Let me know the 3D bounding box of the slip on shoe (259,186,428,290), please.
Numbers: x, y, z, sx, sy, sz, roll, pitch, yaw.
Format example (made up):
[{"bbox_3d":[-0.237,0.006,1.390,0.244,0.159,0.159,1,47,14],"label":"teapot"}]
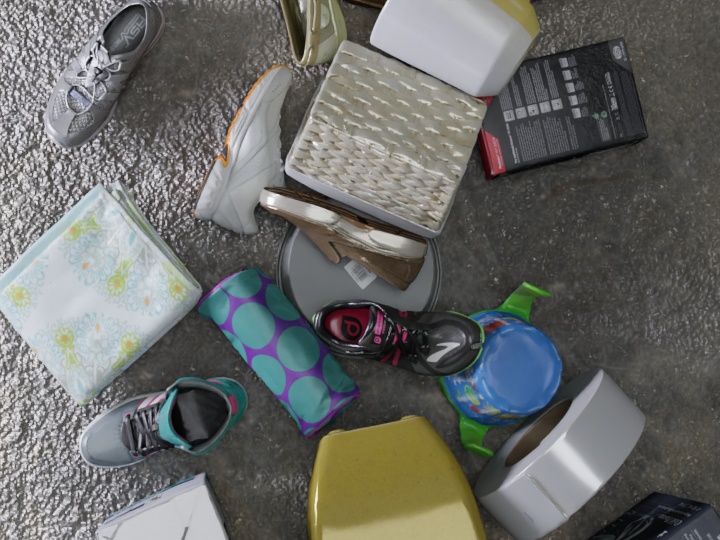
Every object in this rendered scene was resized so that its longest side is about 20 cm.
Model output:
[{"bbox_3d":[-0.024,-0.037,1.406,0.197,0.076,0.061,19,101,-8],"label":"slip on shoe"}]

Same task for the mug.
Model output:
[{"bbox_3d":[0.121,-0.283,1.359,0.152,0.150,0.188,35,119,3],"label":"mug"}]

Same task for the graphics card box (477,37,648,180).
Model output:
[{"bbox_3d":[0.230,-0.191,1.485,0.197,0.051,0.128,-15,87,-5],"label":"graphics card box"}]

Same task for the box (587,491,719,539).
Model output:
[{"bbox_3d":[0.308,0.353,1.376,0.195,0.200,0.125,-35,88,-7],"label":"box"}]

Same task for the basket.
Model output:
[{"bbox_3d":[0.032,-0.150,1.408,0.197,0.124,0.137,24,61,-3],"label":"basket"}]

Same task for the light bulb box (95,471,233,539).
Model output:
[{"bbox_3d":[-0.183,0.333,1.331,0.123,0.200,0.201,-22,88,-8],"label":"light bulb box"}]

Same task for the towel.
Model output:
[{"bbox_3d":[-0.294,0.024,1.402,0.200,0.048,0.172,-41,85,6],"label":"towel"}]

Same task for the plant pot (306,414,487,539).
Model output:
[{"bbox_3d":[0.028,0.269,1.368,0.192,0.194,0.203,-11,81,-6],"label":"plant pot"}]

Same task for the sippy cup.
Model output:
[{"bbox_3d":[0.164,0.111,1.412,0.137,0.130,0.181,-13,89,-9],"label":"sippy cup"}]

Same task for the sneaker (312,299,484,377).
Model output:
[{"bbox_3d":[0.037,0.074,1.366,0.197,0.084,0.078,5,88,18],"label":"sneaker"}]

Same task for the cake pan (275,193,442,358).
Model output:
[{"bbox_3d":[0.000,0.000,1.456,0.197,0.037,0.204,0,86,-5],"label":"cake pan"}]

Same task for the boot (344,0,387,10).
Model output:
[{"bbox_3d":[0.062,-0.334,1.469,0.196,0.075,0.075,9,81,-7],"label":"boot"}]

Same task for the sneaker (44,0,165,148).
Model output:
[{"bbox_3d":[-0.297,-0.233,1.422,0.074,0.082,0.202,31,84,-2],"label":"sneaker"}]

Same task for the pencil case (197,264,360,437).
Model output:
[{"bbox_3d":[-0.091,0.090,1.416,0.201,0.092,0.085,50,50,3],"label":"pencil case"}]

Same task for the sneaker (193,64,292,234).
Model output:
[{"bbox_3d":[-0.115,-0.136,1.445,0.091,0.076,0.202,26,91,-10],"label":"sneaker"}]

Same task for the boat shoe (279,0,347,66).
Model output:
[{"bbox_3d":[-0.073,-0.336,1.450,0.063,0.073,0.204,-17,94,-44],"label":"boat shoe"}]

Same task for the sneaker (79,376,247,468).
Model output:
[{"bbox_3d":[-0.218,0.171,1.379,0.197,0.121,0.085,-20,88,-6],"label":"sneaker"}]

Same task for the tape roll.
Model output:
[{"bbox_3d":[0.217,0.202,1.378,0.202,0.202,0.071,-44,91,-7],"label":"tape roll"}]
